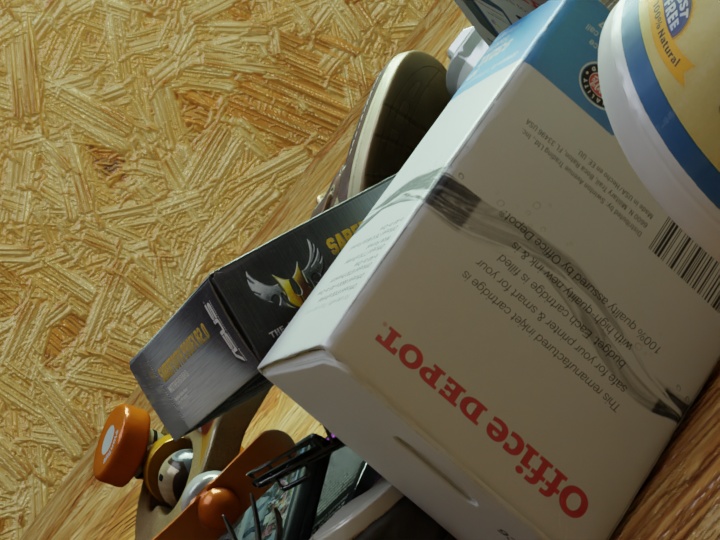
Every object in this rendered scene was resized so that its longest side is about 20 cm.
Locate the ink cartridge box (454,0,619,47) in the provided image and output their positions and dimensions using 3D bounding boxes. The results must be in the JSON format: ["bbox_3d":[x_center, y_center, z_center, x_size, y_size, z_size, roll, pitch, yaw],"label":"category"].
[{"bbox_3d":[0.114,-0.138,0.976,0.088,0.145,0.200,-51,-31,-4],"label":"ink cartridge box"}]

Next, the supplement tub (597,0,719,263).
[{"bbox_3d":[0.192,-0.095,0.672,0.200,0.145,0.145,-45,10,38],"label":"supplement tub"}]

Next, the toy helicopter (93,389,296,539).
[{"bbox_3d":[-0.074,0.083,1.089,0.200,0.079,0.132,-58,22,27],"label":"toy helicopter"}]

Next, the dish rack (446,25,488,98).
[{"bbox_3d":[0.124,-0.131,1.175,0.172,0.043,0.200,-53,-32,-4],"label":"dish rack"}]

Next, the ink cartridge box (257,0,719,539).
[{"bbox_3d":[0.076,0.006,0.848,0.200,0.145,0.084,-54,13,-21],"label":"ink cartridge box"}]

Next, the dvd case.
[{"bbox_3d":[-0.086,0.187,1.144,0.200,0.018,0.143,-37,30,49],"label":"dvd case"}]

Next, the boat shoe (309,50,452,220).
[{"bbox_3d":[-0.002,-0.027,1.124,0.072,0.072,0.201,6,82,45],"label":"boat shoe"}]

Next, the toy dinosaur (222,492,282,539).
[{"bbox_3d":[-0.033,0.179,0.955,0.182,0.105,0.200,92,-161,-68],"label":"toy dinosaur"}]

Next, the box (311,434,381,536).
[{"bbox_3d":[-0.016,0.143,1.180,0.143,0.036,0.200,-47,8,34],"label":"box"}]

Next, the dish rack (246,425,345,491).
[{"bbox_3d":[0.032,0.044,1.003,0.200,0.055,0.153,-30,-6,20],"label":"dish rack"}]

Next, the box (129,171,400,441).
[{"bbox_3d":[0.000,0.000,0.952,0.200,0.048,0.158,-29,-5,-24],"label":"box"}]

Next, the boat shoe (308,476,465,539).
[{"bbox_3d":[0.045,0.102,0.921,0.067,0.057,0.200,-33,1,38],"label":"boat shoe"}]
